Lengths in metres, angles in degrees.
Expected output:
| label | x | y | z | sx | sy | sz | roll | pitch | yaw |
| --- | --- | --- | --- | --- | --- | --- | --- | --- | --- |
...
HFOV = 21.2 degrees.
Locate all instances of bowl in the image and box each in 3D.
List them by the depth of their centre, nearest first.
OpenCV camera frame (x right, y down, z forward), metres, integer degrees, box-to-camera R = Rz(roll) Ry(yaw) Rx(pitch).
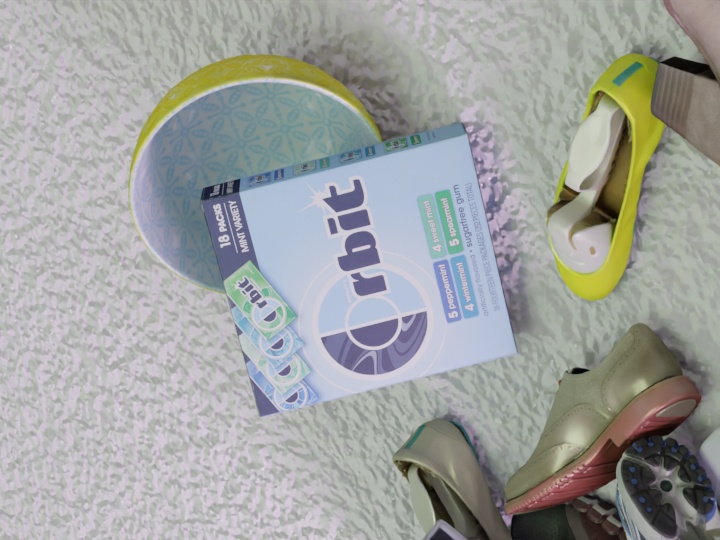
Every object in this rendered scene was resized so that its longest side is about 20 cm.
| label | x | y | z | sx | sy | sz | roll | pitch | yaw |
| --- | --- | --- | --- | --- | --- | --- | --- | --- | --- |
| bowl | -0.080 | -0.090 | 1.461 | 0.108 | 0.198 | 0.202 | -103 | 21 | -51 |

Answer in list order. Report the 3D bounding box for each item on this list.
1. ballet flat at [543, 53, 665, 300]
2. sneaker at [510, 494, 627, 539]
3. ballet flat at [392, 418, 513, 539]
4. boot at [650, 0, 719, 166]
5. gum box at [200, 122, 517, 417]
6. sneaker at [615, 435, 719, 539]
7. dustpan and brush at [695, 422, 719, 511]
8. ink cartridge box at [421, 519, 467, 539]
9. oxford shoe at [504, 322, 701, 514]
| label | x | y | z | sx | sy | sz | roll | pitch | yaw |
| --- | --- | --- | --- | --- | --- | --- | --- | --- | --- |
| ballet flat | 0.157 | -0.055 | 1.304 | 0.067 | 0.067 | 0.201 | 33 | 131 | 24 |
| sneaker | 0.172 | 0.234 | 1.409 | 0.199 | 0.115 | 0.076 | 20 | 124 | 34 |
| ballet flat | 0.087 | 0.215 | 1.516 | 0.069 | 0.069 | 0.201 | -28 | 92 | 47 |
| boot | 0.257 | -0.143 | 1.172 | 0.145 | 0.070 | 0.202 | 21 | 126 | 26 |
| gum box | 0.000 | 0.000 | 1.410 | 0.198 | 0.045 | 0.172 | -14 | 106 | 1 |
| sneaker | 0.237 | 0.215 | 1.335 | 0.085 | 0.076 | 0.201 | 107 | 142 | -65 |
| dustpan and brush | 0.308 | 0.110 | 1.271 | 0.140 | 0.057 | 0.201 | 48 | 143 | 27 |
| ink cartridge box | 0.102 | 0.299 | 1.496 | 0.197 | 0.047 | 0.200 | 38 | 149 | 6 |
| oxford shoe | 0.165 | 0.112 | 1.395 | 0.200 | 0.070 | 0.074 | -44 | 61 | 39 |
